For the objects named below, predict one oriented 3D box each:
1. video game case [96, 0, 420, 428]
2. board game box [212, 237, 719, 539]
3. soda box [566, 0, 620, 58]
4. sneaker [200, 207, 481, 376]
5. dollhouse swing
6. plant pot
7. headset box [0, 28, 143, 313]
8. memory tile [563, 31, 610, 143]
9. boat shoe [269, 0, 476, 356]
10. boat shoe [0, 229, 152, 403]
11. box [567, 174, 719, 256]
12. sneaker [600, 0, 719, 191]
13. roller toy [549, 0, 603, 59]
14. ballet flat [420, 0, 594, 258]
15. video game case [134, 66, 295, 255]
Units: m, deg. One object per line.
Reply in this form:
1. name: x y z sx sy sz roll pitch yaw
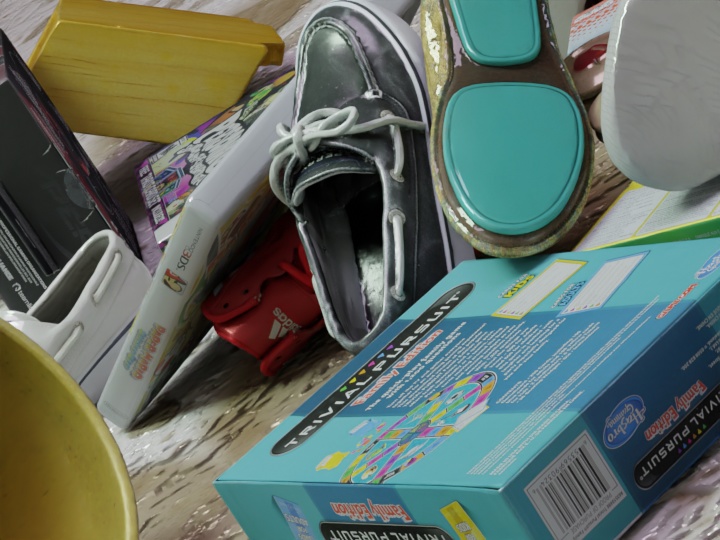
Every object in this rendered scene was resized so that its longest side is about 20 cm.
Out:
1. video game case: -0.047 -0.036 1.442 0.200 0.023 0.182 -51 -7 -38
2. board game box: 0.056 0.052 1.118 0.151 0.047 0.200 -41 18 -27
3. soda box: 0.193 -0.123 1.338 0.200 0.064 0.068 -28 19 19
4. sneaker: 0.000 0.000 1.364 0.116 0.078 0.200 -50 9 -24
5. dollhouse swing: -0.152 -0.075 1.880 0.181 0.176 0.200 7 8 -7
6. plant pot: -0.210 0.122 1.221 0.142 0.200 0.200 -53 0 39
7. headset box: -0.189 -0.043 1.679 0.075 0.149 0.200 -33 16 0
8. memory tile: 0.176 -0.116 1.240 0.200 0.017 0.153 -36 23 -3
9. boat shoe: -0.004 -0.041 1.280 0.074 0.068 0.200 -32 53 34
10. boat shoe: -0.168 0.051 1.514 0.072 0.066 0.200 -14 24 47
11. box: 0.180 -0.056 1.201 0.117 0.048 0.200 -15 27 48
12. sneaker: 0.141 -0.120 1.179 0.088 0.075 0.201 135 155 -76
13. roller toy: 0.119 -0.180 1.507 0.200 0.140 0.183 -18 22 40
14. ballet flat: 0.058 -0.064 1.252 0.071 0.071 0.200 -27 43 21
15. video game case: -0.039 -0.072 1.680 0.181 0.036 0.200 -31 16 1
